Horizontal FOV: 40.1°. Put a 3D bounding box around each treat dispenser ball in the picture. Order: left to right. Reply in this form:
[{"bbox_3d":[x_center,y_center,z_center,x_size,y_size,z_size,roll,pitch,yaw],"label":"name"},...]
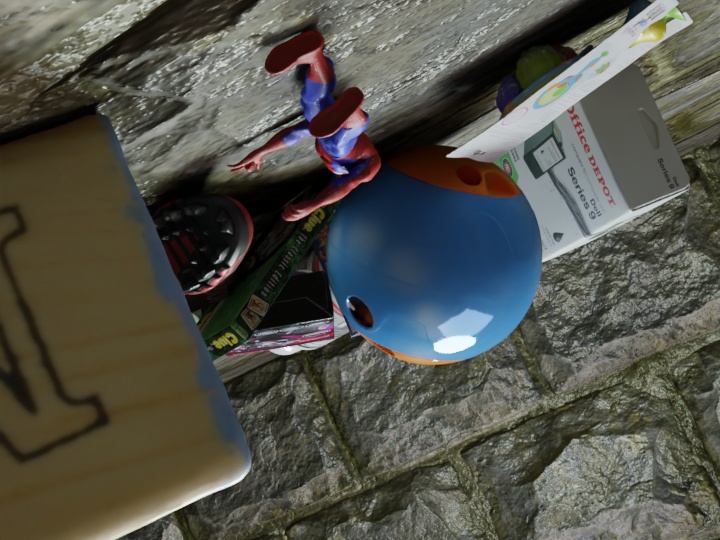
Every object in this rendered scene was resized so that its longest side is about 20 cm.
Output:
[{"bbox_3d":[0.068,-0.015,0.912,0.199,0.202,0.201,-24,174,-3],"label":"treat dispenser ball"}]

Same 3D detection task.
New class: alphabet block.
[{"bbox_3d":[-0.196,0.064,0.524,0.199,0.198,0.195,-22,173,-21],"label":"alphabet block"}]

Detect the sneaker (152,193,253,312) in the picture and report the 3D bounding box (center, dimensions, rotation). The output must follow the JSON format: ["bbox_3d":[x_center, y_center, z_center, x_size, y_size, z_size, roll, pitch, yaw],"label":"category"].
[{"bbox_3d":[-0.124,-0.014,0.764,0.097,0.071,0.200,-26,175,-37],"label":"sneaker"}]

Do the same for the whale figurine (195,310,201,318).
[{"bbox_3d":[-0.232,0.092,1.073,0.158,0.105,0.199,-25,177,38],"label":"whale figurine"}]

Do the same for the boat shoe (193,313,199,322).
[{"bbox_3d":[-0.201,0.058,0.895,0.073,0.067,0.200,-11,162,17],"label":"boat shoe"}]

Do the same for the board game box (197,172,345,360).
[{"bbox_3d":[-0.082,-0.001,0.833,0.104,0.023,0.201,-27,-156,46],"label":"board game box"}]

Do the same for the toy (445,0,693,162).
[{"bbox_3d":[0.157,-0.158,0.775,0.199,0.048,0.115,-32,169,24],"label":"toy"}]

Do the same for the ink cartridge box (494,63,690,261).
[{"bbox_3d":[0.234,-0.110,1.043,0.083,0.147,0.200,-21,173,-22],"label":"ink cartridge box"}]

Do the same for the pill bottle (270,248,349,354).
[{"bbox_3d":[-0.054,0.035,1.279,0.115,0.117,0.199,-20,173,-42],"label":"pill bottle"}]

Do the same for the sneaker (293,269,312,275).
[{"bbox_3d":[-0.146,0.040,1.172,0.199,0.076,0.087,-22,165,31],"label":"sneaker"}]

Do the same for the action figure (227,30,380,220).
[{"bbox_3d":[-0.039,-0.074,0.609,0.099,0.066,0.200,-34,173,3],"label":"action figure"}]

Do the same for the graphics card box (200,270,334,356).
[{"bbox_3d":[-0.089,0.048,1.003,0.124,0.051,0.200,-9,170,-4],"label":"graphics card box"}]

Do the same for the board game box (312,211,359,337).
[{"bbox_3d":[0.000,0.000,1.089,0.034,0.136,0.200,-24,174,11],"label":"board game box"}]
